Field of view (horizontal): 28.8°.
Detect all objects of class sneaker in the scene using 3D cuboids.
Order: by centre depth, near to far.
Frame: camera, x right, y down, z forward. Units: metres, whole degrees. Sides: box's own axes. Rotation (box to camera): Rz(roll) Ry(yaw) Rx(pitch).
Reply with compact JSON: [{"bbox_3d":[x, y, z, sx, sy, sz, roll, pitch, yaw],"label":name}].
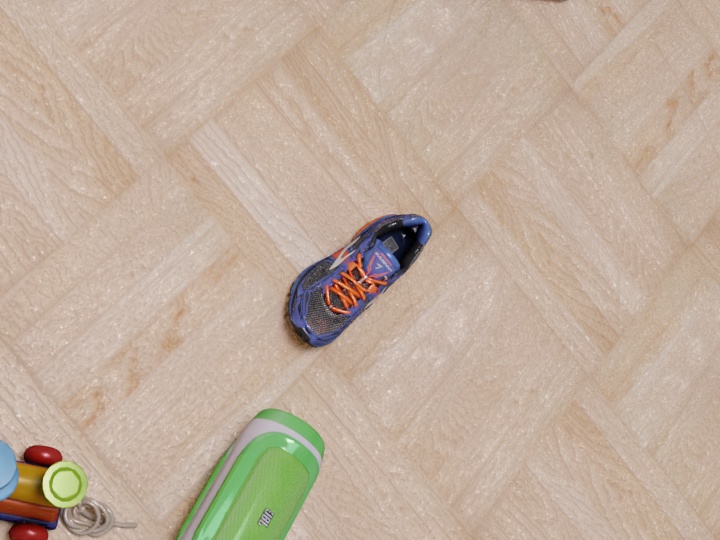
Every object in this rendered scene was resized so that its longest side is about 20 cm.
[{"bbox_3d":[0.000,0.000,1.421,0.075,0.078,0.200,49,57,-10],"label":"sneaker"}]

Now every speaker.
[{"bbox_3d":[-0.108,0.228,1.285,0.088,0.088,0.201,39,59,-16],"label":"speaker"}]

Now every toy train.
[{"bbox_3d":[-0.258,0.186,1.183,0.198,0.115,0.086,17,68,-27],"label":"toy train"}]
